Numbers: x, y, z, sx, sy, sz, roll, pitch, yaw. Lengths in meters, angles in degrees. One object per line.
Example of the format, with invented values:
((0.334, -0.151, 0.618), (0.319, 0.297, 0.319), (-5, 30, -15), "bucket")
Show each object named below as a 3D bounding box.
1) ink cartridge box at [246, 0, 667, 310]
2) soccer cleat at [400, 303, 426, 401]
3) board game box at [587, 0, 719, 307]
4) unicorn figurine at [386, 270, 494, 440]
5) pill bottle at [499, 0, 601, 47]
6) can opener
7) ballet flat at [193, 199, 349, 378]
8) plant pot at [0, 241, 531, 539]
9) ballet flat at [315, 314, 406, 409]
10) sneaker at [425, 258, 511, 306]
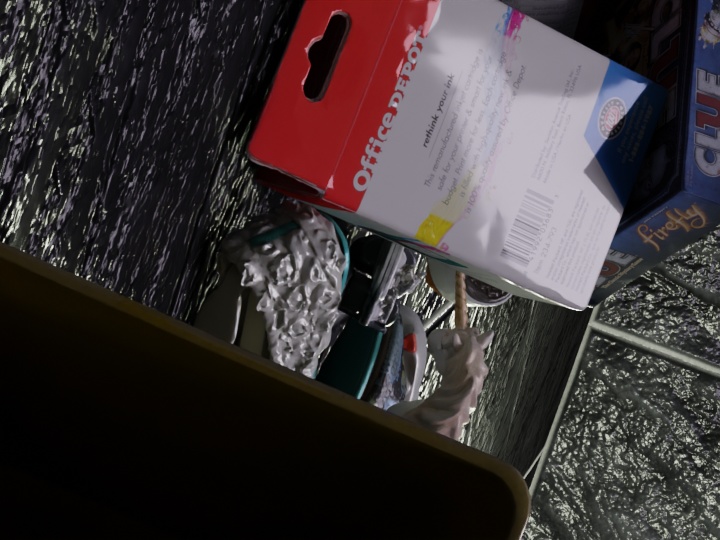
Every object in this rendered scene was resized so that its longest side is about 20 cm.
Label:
((0.033, -0.070, 1.176), (0.067, 0.200, 0.116), (16, -97, 58), "ink cartridge box")
((0.000, 0.118, 1.602), (0.078, 0.069, 0.200), (10, 97, -84), "soccer cleat")
((0.145, -0.098, 1.270), (0.135, 0.035, 0.200), (-39, -142, 56), "board game box")
((0.009, 0.098, 1.390), (0.200, 0.074, 0.137), (-53, -177, -15), "unicorn figurine")
((0.069, -0.155, 1.265), (0.110, 0.109, 0.200), (-58, 166, -49), "pill bottle")
((0.000, 0.000, 1.386), (0.200, 0.066, 0.053), (48, 65, -89), "can opener")
((-0.057, 0.054, 1.185), (0.072, 0.072, 0.200), (-56, 162, -54), "ballet flat")
((-0.087, 0.126, 0.779), (0.176, 0.200, 0.200), (121, -7, -76), "plant pot")
((-0.013, 0.118, 1.494), (0.200, 0.074, 0.074), (-62, 169, -13), "ballet flat")
((0.077, -0.077, 1.677), (0.085, 0.073, 0.200), (2, -104, 64), "sneaker")
